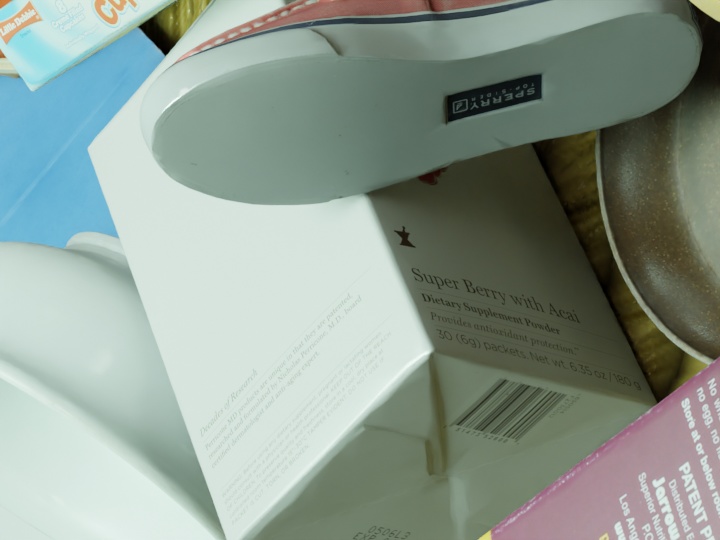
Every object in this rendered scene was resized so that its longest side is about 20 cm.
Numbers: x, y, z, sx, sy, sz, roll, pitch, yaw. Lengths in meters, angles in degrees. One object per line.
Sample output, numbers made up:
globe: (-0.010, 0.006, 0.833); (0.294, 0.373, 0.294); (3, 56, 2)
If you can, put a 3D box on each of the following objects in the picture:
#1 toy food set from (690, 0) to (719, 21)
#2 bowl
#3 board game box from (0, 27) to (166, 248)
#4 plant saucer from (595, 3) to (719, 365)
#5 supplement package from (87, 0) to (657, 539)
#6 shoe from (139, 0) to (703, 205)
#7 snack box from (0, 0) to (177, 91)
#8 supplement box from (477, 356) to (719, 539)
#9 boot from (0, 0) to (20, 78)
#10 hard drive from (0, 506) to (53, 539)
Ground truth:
toy food set: (0.203, -0.133, 0.937); (0.198, 0.049, 0.200); (-48, 51, 1)
bowl: (-0.100, 0.048, 1.194); (0.201, 0.201, 0.090); (10, 60, 50)
board game box: (-0.131, -0.033, 1.341); (0.158, 0.039, 0.200); (-50, 40, 5)
plant saucer: (0.163, -0.059, 1.018); (0.200, 0.032, 0.200); (-19, 65, 46)
supplement package: (0.000, 0.000, 1.119); (0.120, 0.121, 0.200); (-47, 48, 29)
shoe: (0.013, -0.087, 1.046); (0.072, 0.200, 0.091); (92, 161, -46)
snack box: (-0.049, -0.145, 1.179); (0.116, 0.200, 0.037); (-28, 99, 41)
supplement box: (0.148, 0.089, 0.915); (0.200, 0.131, 0.103); (-40, 51, 34)
boot: (-0.187, -0.139, 1.359); (0.200, 0.107, 0.075); (-14, 51, 37)
hard drive: (-0.163, 0.149, 1.337); (0.132, 0.027, 0.200); (-16, 68, 46)
